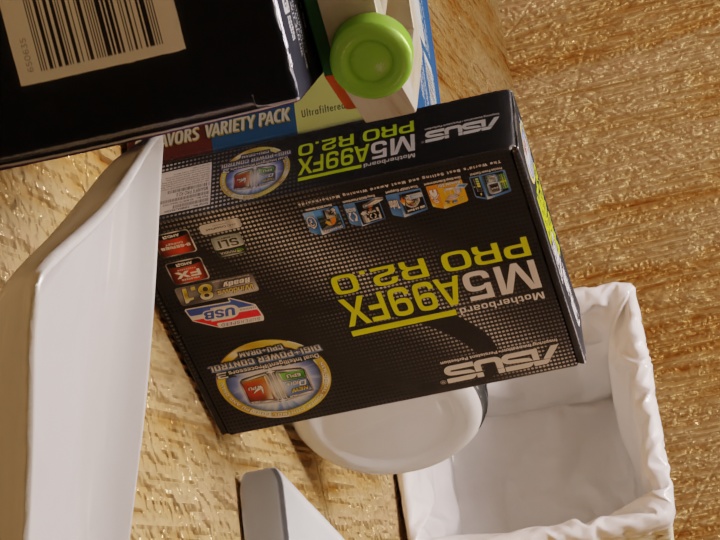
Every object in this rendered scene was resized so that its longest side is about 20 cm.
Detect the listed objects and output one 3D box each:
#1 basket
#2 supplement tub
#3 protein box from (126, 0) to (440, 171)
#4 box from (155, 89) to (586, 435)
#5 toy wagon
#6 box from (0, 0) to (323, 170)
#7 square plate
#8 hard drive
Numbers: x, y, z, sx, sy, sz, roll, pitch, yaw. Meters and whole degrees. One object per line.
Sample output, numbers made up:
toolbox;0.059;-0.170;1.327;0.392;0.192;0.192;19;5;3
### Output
basket;0.134;0.142;1.729;0.161;0.197;0.201;65;16;-59
supplement tub;0.014;0.016;1.425;0.123;0.122;0.201;68;14;-44
protein box;-0.039;-0.115;1.248;0.200;0.134;0.199;57;24;-64
box;0.000;0.000;1.150;0.044;0.199;0.161;-91;165;-45
toy wagon;-0.009;-0.164;0.915;0.155;0.039;0.201;-83;159;-62
box;-0.090;-0.119;0.943;0.200;0.147;0.105;-60;137;-74
square plate;-0.109;0.065;0.830;0.200;0.028;0.199;-68;165;-72
hard drive;-0.022;0.202;1.288;0.200;0.027;0.133;55;25;-64
